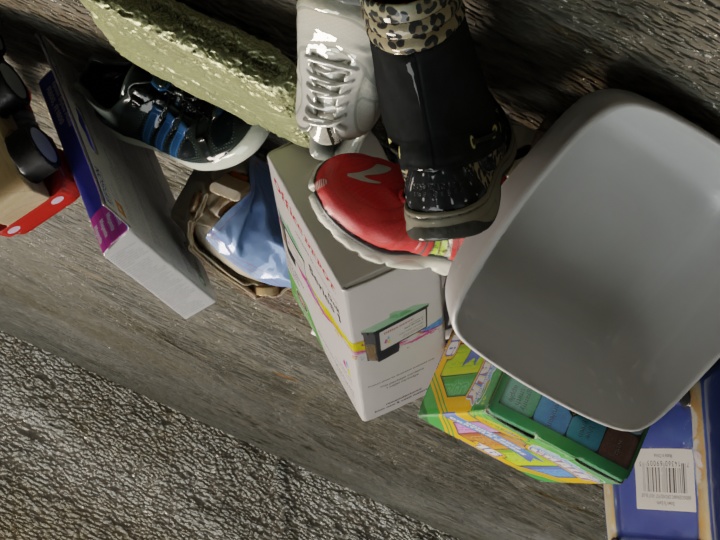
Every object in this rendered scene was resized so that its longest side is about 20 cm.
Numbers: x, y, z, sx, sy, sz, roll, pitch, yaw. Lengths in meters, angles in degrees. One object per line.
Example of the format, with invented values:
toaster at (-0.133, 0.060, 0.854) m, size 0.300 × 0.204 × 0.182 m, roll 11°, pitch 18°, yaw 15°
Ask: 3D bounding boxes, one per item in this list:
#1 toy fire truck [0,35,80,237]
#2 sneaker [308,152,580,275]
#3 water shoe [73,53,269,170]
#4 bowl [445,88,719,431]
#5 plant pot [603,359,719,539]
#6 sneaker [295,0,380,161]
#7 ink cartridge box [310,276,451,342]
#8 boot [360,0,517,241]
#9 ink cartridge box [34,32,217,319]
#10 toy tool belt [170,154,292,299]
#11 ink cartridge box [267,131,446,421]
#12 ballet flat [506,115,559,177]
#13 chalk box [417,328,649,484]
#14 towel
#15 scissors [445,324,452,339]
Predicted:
toy fire truck at (-0.309, -0.105, 1.569) m, size 0.177 × 0.128 × 0.200 m, roll 61°, pitch -167°, yaw 17°
sneaker at (0.062, -0.042, 1.218) m, size 0.199 × 0.077 × 0.085 m, roll 18°, pitch 147°, yaw -20°
water shoe at (-0.153, -0.129, 1.431) m, size 0.199 × 0.072 × 0.079 m, roll 9°, pitch 159°, yaw 43°
bowl at (0.164, -0.015, 1.174) m, size 0.199 × 0.200 × 0.075 m, roll 29°, pitch -163°, yaw -29°
plant pot at (0.298, 0.151, 1.396) m, size 0.179 × 0.201 × 0.200 m, roll 0°, pitch 175°, yaw -27°
sneaker at (-0.011, -0.130, 1.190) m, size 0.075 × 0.081 × 0.200 m, roll 22°, pitch 165°, yaw 11°
ink cartridge box at (0.067, 0.058, 1.759) m, size 0.199 × 0.085 × 0.145 m, roll 26°, pitch 165°, yaw -10°
boot at (0.049, -0.125, 1.112) m, size 0.073 × 0.204 × 0.155 m, roll -8°, pitch 116°, yaw 10°
ink cartridge box at (-0.211, -0.077, 1.534) m, size 0.200 × 0.043 × 0.197 m, roll 44°, pitch -163°, yaw -56°
toy tool belt at (-0.057, -0.030, 1.550) m, size 0.199 × 0.125 × 0.123 m, roll 27°, pitch 174°, yaw -20°
ink cartridge box at (0.000, 0.000, 1.410) m, size 0.200 × 0.084 × 0.145 m, roll 82°, pitch 161°, yaw -56°
ballet flat at (0.102, -0.069, 1.288) m, size 0.067 × 0.068 × 0.200 m, roll 32°, pitch 154°, yaw -16°
chalk box at (0.146, 0.077, 1.331) m, size 0.123 × 0.125 × 0.200 m, roll 28°, pitch 166°, yaw -12°
towel at (-0.114, -0.157, 1.308) m, size 0.199 × 0.037 × 0.148 m, roll 27°, pitch 172°, yaw 17°
scissors at (0.136, 0.038, 1.454) m, size 0.073 × 0.199 × 0.014 m, roll 54°, pitch -155°, yaw -7°
